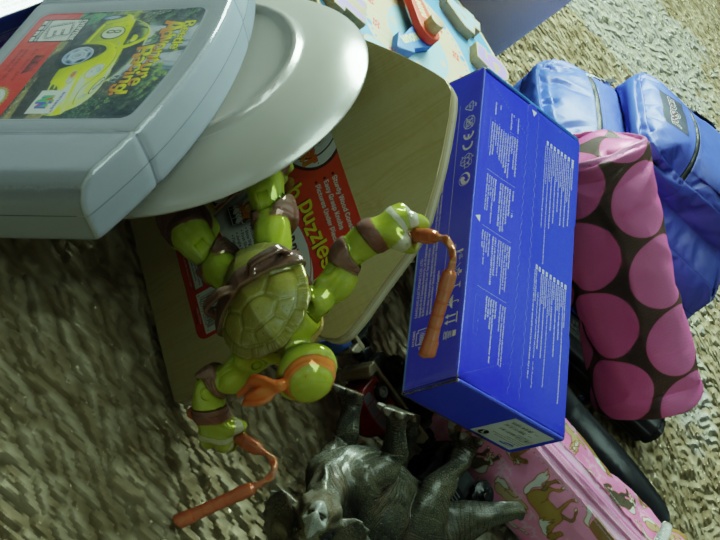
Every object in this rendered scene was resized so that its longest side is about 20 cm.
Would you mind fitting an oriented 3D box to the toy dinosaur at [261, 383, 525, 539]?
[{"bbox_3d":[0.013,0.125,0.767,0.076,0.103,0.199,17,-6,39],"label":"toy dinosaur"}]

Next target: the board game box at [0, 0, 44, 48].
[{"bbox_3d":[-0.266,-0.158,0.732,0.135,0.045,0.200,49,32,-2],"label":"board game box"}]

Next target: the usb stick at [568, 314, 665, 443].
[{"bbox_3d":[0.149,0.052,1.042,0.200,0.033,0.056,41,26,-15],"label":"usb stick"}]

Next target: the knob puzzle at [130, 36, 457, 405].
[{"bbox_3d":[-0.032,-0.044,0.774,0.030,0.218,0.221,39,27,-55],"label":"knob puzzle"}]

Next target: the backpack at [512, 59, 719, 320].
[{"bbox_3d":[0.182,-0.069,1.083,0.199,0.168,0.163,34,29,-21],"label":"backpack"}]

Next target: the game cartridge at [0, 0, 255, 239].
[{"bbox_3d":[-0.134,-0.093,0.724,0.201,0.132,0.041,-65,151,-42],"label":"game cartridge"}]

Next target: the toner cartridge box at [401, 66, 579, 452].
[{"bbox_3d":[0.079,-0.007,0.818,0.095,0.043,0.202,32,54,-37],"label":"toner cartridge box"}]

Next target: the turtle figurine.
[{"bbox_3d":[-0.053,0.017,0.698,0.064,0.200,0.162,24,26,-44],"label":"turtle figurine"}]

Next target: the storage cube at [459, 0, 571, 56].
[{"bbox_3d":[0.042,-0.267,1.089,0.170,0.199,0.181,19,50,-40],"label":"storage cube"}]

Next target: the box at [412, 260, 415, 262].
[{"bbox_3d":[-0.009,-0.083,0.919,0.199,0.101,0.113,7,52,-48],"label":"box"}]

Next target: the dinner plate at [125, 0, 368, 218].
[{"bbox_3d":[-0.094,-0.099,0.761,0.201,0.198,0.024,-84,160,-49],"label":"dinner plate"}]

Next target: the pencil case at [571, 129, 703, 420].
[{"bbox_3d":[0.170,0.001,0.953,0.094,0.090,0.202,-78,155,-65],"label":"pencil case"}]

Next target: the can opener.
[{"bbox_3d":[0.134,0.104,0.960,0.200,0.079,0.063,46,-7,-13],"label":"can opener"}]

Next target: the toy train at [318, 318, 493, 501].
[{"bbox_3d":[0.011,0.074,0.813,0.046,0.034,0.201,-45,110,-31],"label":"toy train"}]

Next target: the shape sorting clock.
[{"bbox_3d":[0.037,-0.147,0.906,0.199,0.039,0.201,31,38,-28],"label":"shape sorting clock"}]

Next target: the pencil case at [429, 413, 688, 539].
[{"bbox_3d":[0.113,0.125,0.870,0.200,0.086,0.083,47,26,0],"label":"pencil case"}]

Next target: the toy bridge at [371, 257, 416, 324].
[{"bbox_3d":[0.000,0.000,0.881,0.199,0.027,0.068,-10,108,-53],"label":"toy bridge"}]
